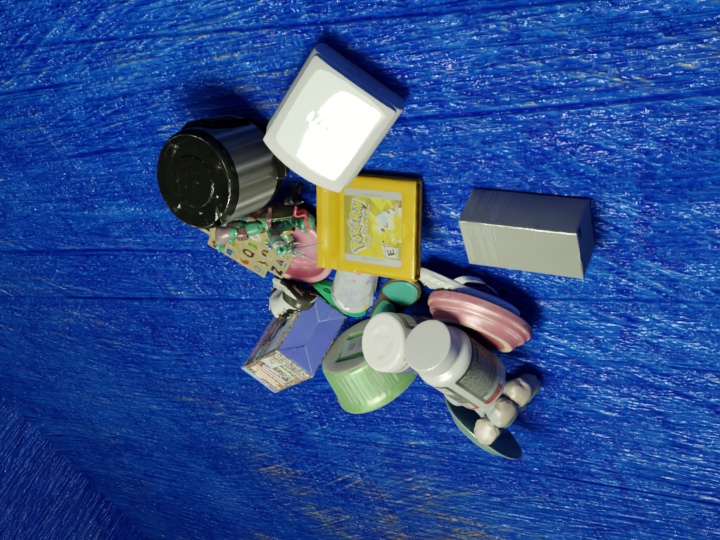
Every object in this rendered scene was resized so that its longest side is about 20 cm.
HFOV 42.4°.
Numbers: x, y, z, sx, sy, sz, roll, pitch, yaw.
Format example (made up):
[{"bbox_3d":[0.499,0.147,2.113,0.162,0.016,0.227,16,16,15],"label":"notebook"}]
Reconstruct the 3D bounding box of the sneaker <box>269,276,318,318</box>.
[{"bbox_3d":[-0.138,0.065,1.872,0.073,0.081,0.200,16,-179,-17],"label":"sneaker"}]

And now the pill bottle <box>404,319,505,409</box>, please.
[{"bbox_3d":[0.171,0.169,1.680,0.113,0.115,0.200,-2,154,37],"label":"pill bottle"}]

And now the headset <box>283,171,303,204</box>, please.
[{"bbox_3d":[-0.069,-0.192,1.550,0.123,0.094,0.200,34,134,-7],"label":"headset"}]

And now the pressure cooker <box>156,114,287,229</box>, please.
[{"bbox_3d":[-0.233,-0.176,1.611,0.176,0.200,0.179,46,125,10],"label":"pressure cooker"}]

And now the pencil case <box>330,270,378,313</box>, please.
[{"bbox_3d":[0.000,0.000,1.757,0.090,0.084,0.200,16,145,-3],"label":"pencil case"}]

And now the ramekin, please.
[{"bbox_3d":[0.018,0.185,1.886,0.199,0.200,0.098,-11,122,43],"label":"ramekin"}]

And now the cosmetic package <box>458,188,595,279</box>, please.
[{"bbox_3d":[0.267,-0.060,1.485,0.199,0.091,0.107,7,140,24],"label":"cosmetic package"}]

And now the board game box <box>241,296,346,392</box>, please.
[{"bbox_3d":[-0.143,0.155,1.974,0.097,0.160,0.200,38,151,-13],"label":"board game box"}]

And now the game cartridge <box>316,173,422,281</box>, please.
[{"bbox_3d":[0.012,-0.079,1.613,0.199,0.032,0.178,8,107,27],"label":"game cartridge"}]

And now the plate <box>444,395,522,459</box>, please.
[{"bbox_3d":[0.249,0.327,1.920,0.200,0.200,0.026,35,105,-9],"label":"plate"}]

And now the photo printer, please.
[{"bbox_3d":[-0.050,-0.229,1.455,0.166,0.070,0.200,34,123,-7],"label":"photo printer"}]

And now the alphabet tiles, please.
[{"bbox_3d":[-0.224,-0.060,1.795,0.199,0.006,0.167,31,146,-2],"label":"alphabet tiles"}]

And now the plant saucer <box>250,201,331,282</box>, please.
[{"bbox_3d":[-0.136,-0.062,1.791,0.199,0.051,0.201,20,144,15],"label":"plant saucer"}]

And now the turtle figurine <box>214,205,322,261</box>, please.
[{"bbox_3d":[-0.152,-0.067,1.658,0.198,0.102,0.150,-1,177,13],"label":"turtle figurine"}]

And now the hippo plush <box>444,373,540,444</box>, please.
[{"bbox_3d":[0.254,0.233,1.854,0.161,0.200,0.160,41,105,16],"label":"hippo plush"}]

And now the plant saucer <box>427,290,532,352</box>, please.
[{"bbox_3d":[0.213,0.099,1.697,0.199,0.051,0.201,21,166,5],"label":"plant saucer"}]

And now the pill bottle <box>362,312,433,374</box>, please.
[{"bbox_3d":[0.107,0.142,1.771,0.199,0.112,0.111,10,165,-44],"label":"pill bottle"}]

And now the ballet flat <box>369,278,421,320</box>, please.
[{"bbox_3d":[0.069,0.043,1.773,0.068,0.069,0.200,34,146,-4],"label":"ballet flat"}]

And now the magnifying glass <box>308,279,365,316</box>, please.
[{"bbox_3d":[-0.074,0.033,1.910,0.199,0.022,0.080,30,146,-3],"label":"magnifying glass"}]

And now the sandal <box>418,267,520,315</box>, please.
[{"bbox_3d":[0.198,0.030,1.674,0.201,0.050,0.082,23,169,5],"label":"sandal"}]
